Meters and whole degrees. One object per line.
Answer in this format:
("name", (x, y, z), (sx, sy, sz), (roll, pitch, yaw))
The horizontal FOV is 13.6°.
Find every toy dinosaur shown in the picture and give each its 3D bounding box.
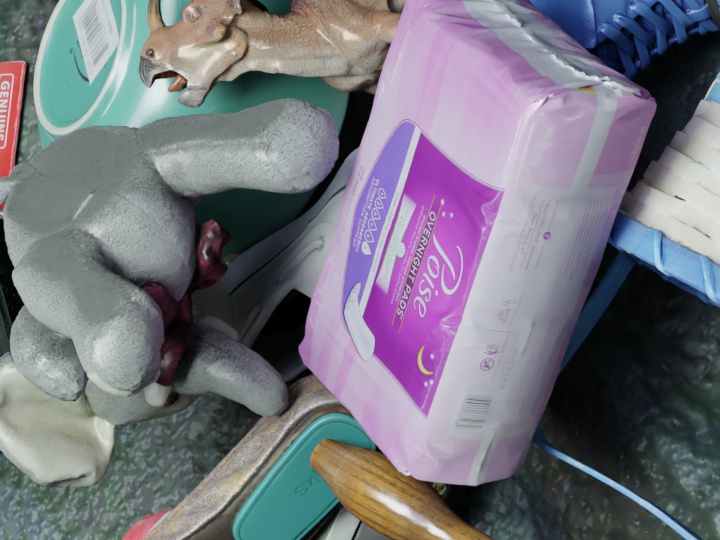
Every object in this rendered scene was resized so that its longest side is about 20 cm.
("toy dinosaur", (-0.001, -0.136, 1.432), (0.135, 0.200, 0.086), (36, 133, 18))

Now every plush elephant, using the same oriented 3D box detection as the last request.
("plush elephant", (-0.099, 0.018, 1.398), (0.199, 0.155, 0.165), (10, 53, 39))

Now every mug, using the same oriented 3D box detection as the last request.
("mug", (-0.102, -0.095, 1.516), (0.185, 0.114, 0.153), (2, 78, 56))

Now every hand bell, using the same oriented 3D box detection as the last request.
("hand bell", (0.057, 0.128, 1.335), (0.200, 0.104, 0.104), (32, 96, 29))

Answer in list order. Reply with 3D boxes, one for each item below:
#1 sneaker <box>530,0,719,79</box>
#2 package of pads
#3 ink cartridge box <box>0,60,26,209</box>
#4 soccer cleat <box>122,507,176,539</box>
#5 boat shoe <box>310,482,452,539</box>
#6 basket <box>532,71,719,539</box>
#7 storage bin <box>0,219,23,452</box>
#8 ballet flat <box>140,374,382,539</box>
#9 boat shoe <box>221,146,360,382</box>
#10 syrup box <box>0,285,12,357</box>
("sneaker", (0.138, -0.124, 1.404), (0.111, 0.077, 0.200), (15, 61, 32))
("package of pads", (0.049, -0.018, 1.333), (0.121, 0.075, 0.201), (46, 127, 47))
("ink cartridge box", (-0.277, -0.023, 1.668), (0.175, 0.045, 0.201), (0, 79, 31))
("soccer cleat", (-0.071, 0.214, 1.493), (0.076, 0.066, 0.201), (-43, 62, 50))
("boat shoe", (0.031, 0.074, 1.459), (0.202, 0.060, 0.072), (-61, 21, 2))
("basket", (0.180, 0.027, 1.330), (0.176, 0.139, 0.200), (34, 91, 34))
("storage bin", (-0.283, 0.037, 1.589), (0.199, 0.094, 0.136), (-10, 79, 6))
("ballet flat", (-0.064, 0.127, 1.438), (0.200, 0.068, 0.067), (-44, 27, 10))
("boat shoe", (0.000, 0.000, 1.459), (0.200, 0.073, 0.066), (-42, 40, 46))
("syrup box", (-0.227, 0.027, 1.432), (0.081, 0.200, 0.079), (-18, 77, 5))
